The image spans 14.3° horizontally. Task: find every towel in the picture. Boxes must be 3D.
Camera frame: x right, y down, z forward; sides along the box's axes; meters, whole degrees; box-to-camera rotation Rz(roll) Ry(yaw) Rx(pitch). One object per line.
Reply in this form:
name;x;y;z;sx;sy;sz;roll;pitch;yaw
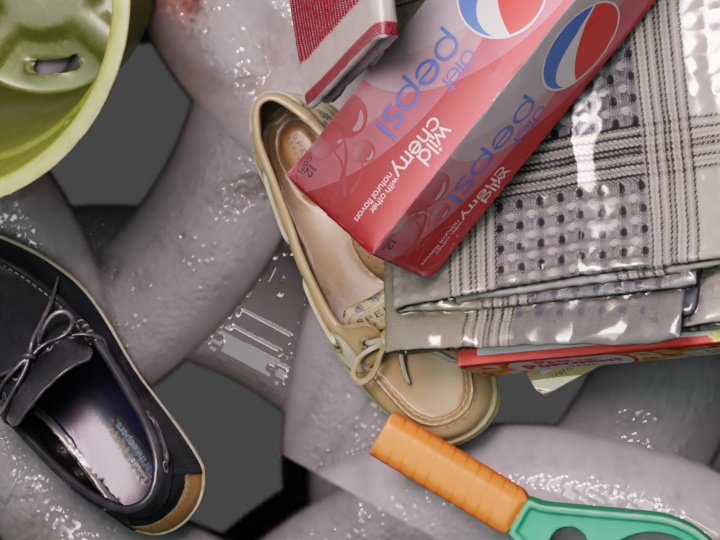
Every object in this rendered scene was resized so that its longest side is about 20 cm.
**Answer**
towel;0.095;-0.061;1.356;0.192;0.035;0.201;-6;80;21
towel;-0.014;-0.189;1.334;0.023;0.144;0.201;-6;81;-14

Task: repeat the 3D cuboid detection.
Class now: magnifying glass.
magnifying glass;0.096;0.131;1.409;0.199;0.022;0.080;31;97;5

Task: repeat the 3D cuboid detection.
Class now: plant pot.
plant pot;-0.185;-0.140;1.418;0.199;0.190;0.201;1;98;11

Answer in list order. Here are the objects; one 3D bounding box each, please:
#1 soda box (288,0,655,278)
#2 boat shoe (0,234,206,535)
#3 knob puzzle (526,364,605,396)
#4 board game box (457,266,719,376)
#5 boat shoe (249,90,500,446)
soda box;0.060;-0.095;1.327;0.063;0.070;0.200;42;99;27
boat shoe;-0.157;0.053;1.470;0.075;0.062;0.200;-44;76;7
knob puzzle;0.120;-0.067;1.434;0.218;0.030;0.221;-1;84;13
board game box;0.143;-0.033;1.376;0.199;0.046;0.152;-7;79;21
boat shoe;0.000;0.000;1.438;0.073;0.063;0.200;-35;79;7
